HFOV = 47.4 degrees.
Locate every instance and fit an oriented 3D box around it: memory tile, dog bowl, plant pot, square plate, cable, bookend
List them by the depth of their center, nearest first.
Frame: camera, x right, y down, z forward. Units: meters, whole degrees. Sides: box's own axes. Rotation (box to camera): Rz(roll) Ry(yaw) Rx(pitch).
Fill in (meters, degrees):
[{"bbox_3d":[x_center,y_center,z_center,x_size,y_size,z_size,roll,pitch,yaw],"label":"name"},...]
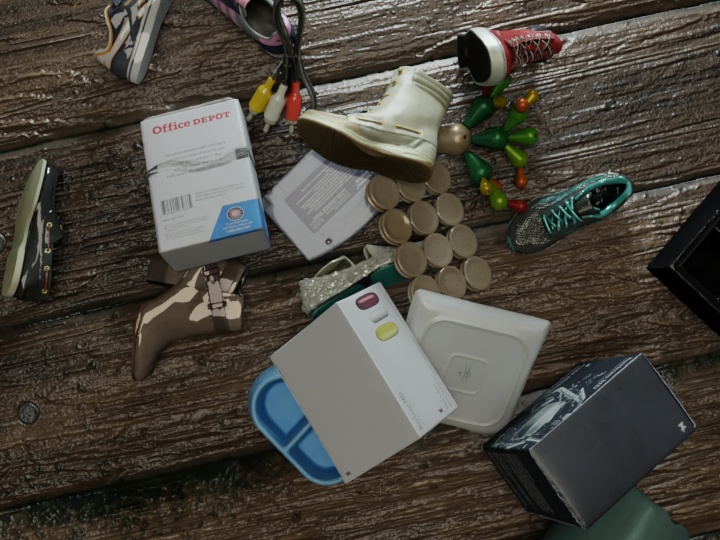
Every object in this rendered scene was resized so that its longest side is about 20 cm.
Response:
[{"bbox_3d":[0.330,0.395,1.112,0.199,0.200,0.197,38,81,1],"label":"plant pot"},{"bbox_3d":[0.143,0.139,1.138,0.194,0.029,0.203,13,114,-7],"label":"square plate"},{"bbox_3d":[-0.096,-0.280,1.141,0.095,0.051,0.202,13,133,-9],"label":"cable"},{"bbox_3d":[0.097,-0.050,1.159,0.152,0.017,0.203,-20,85,-33],"label":"memory tile"},{"bbox_3d":[0.553,-0.012,1.159,0.200,0.092,0.199,42,89,0],"label":"bookend"},{"bbox_3d":[-0.078,0.224,1.176,0.112,0.050,0.200,-45,90,-1],"label":"dog bowl"}]

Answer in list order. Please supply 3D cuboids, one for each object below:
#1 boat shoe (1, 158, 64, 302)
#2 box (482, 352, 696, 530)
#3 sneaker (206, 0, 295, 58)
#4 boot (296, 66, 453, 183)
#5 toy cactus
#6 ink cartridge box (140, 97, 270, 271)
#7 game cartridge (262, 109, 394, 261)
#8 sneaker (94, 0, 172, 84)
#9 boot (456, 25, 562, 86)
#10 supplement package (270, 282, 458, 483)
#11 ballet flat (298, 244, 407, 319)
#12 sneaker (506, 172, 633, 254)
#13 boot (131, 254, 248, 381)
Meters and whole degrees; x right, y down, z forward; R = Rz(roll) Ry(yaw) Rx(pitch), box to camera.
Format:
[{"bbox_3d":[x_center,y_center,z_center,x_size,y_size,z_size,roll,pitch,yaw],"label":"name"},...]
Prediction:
[{"bbox_3d":[-0.461,-0.057,1.177,0.062,0.073,0.206,14,77,-35],"label":"boat shoe"},{"bbox_3d":[0.293,0.222,1.085,0.199,0.197,0.125,-36,88,-14],"label":"box"},{"bbox_3d":[-0.170,-0.391,1.171,0.199,0.082,0.070,39,89,1],"label":"sneaker"},{"bbox_3d":[0.022,-0.218,1.142,0.197,0.072,0.157,17,63,3],"label":"boot"},{"bbox_3d":[0.172,-0.184,1.171,0.162,0.102,0.204,0,97,10],"label":"toy cactus"},{"bbox_3d":[-0.214,-0.119,1.140,0.142,0.084,0.204,-13,72,-1],"label":"ink cartridge box"},{"bbox_3d":[-0.034,-0.116,1.190,0.200,0.041,0.133,-43,86,-1],"label":"game cartridge"},{"bbox_3d":[-0.319,-0.377,1.172,0.078,0.078,0.203,21,91,-5],"label":"sneaker"},{"bbox_3d":[0.215,-0.300,1.114,0.141,0.201,0.074,-6,111,0],"label":"boot"},{"bbox_3d":[0.003,0.150,1.102,0.155,0.110,0.202,-39,81,36],"label":"supplement package"},{"bbox_3d":[0.000,0.000,1.170,0.197,0.072,0.073,-24,89,-7],"label":"ballet flat"},{"bbox_3d":[0.298,-0.088,1.161,0.198,0.091,0.079,-29,88,0],"label":"sneaker"},{"bbox_3d":[-0.239,0.067,1.170,0.143,0.070,0.204,9,89,-2],"label":"boot"}]
